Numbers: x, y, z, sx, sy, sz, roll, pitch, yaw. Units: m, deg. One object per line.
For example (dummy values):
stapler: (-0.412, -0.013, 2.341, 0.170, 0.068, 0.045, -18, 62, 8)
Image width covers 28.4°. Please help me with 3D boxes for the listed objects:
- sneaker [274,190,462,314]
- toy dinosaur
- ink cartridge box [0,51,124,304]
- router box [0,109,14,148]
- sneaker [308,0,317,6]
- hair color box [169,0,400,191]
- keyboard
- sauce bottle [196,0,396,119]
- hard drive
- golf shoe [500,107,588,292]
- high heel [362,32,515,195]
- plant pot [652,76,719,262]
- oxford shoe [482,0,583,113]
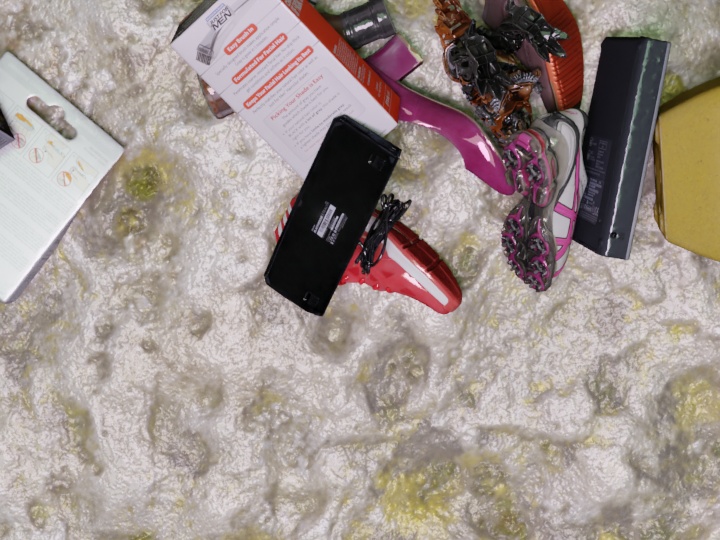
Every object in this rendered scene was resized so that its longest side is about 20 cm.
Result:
sneaker: (0.000, 0.000, 1.428, 0.200, 0.078, 0.116, 42, 107, 9)
toy dinosaur: (0.115, -0.198, 1.356, 0.199, 0.136, 0.103, 38, 77, -14)
ink cartridge box: (-0.358, -0.093, 1.447, 0.160, 0.047, 0.201, 39, 88, -2)
router box: (-0.461, -0.148, 1.406, 0.199, 0.052, 0.158, -32, 72, 7)
sneaker: (-0.106, -0.343, 1.377, 0.199, 0.079, 0.080, 37, 103, -13)
hair color box: (-0.068, -0.185, 1.334, 0.111, 0.064, 0.200, -37, 112, 22)
keyboard: (-0.014, -0.045, 1.363, 0.104, 0.040, 0.201, 35, 121, 13)
sauce bottle: (-0.063, -0.214, 1.399, 0.198, 0.065, 0.065, -23, 96, 5)
hard drive: (0.243, -0.121, 1.354, 0.032, 0.140, 0.203, 8, 98, -7)
golf shoe: (0.188, -0.064, 1.374, 0.092, 0.072, 0.201, -31, 141, -26)
high heel: (0.063, -0.132, 1.397, 0.096, 0.067, 0.200, -41, 91, 2)
plant pot: (0.375, -0.096, 1.332, 0.197, 0.194, 0.198, -5, 98, 9)
oxford shoe: (0.165, -0.238, 1.392, 0.072, 0.071, 0.202, -9, 105, 36)
